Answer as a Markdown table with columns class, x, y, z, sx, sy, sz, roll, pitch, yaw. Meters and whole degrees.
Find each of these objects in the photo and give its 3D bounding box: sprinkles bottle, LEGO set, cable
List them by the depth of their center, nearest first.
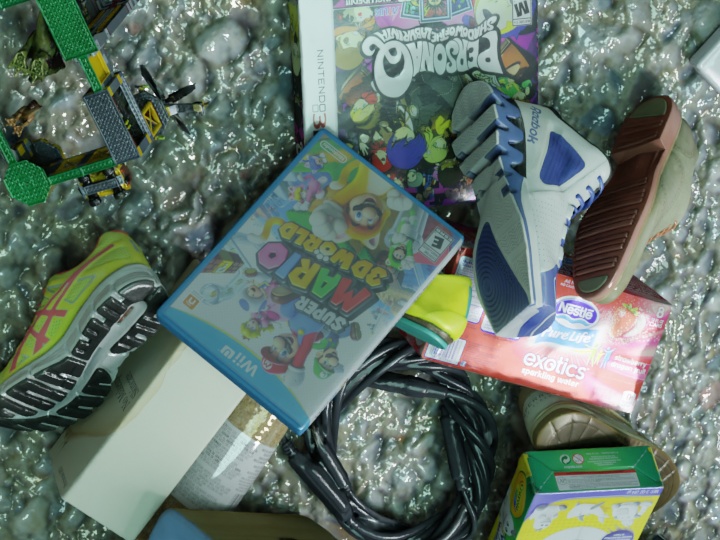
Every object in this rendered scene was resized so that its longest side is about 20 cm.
| class | x | y | z | sx | sy | sz | roll | pitch | yaw |
| --- | --- | --- | --- | --- | --- | --- | --- | --- | --- |
| LEGO set | -0.220 | -0.157 | 1.519 | 0.153 | 0.116 | 0.201 | -22 | 111 | 24 |
| sprinkles bottle | -0.108 | 0.145 | 1.648 | 0.068 | 0.068 | 0.201 | 32 | 97 | -22 |
| cable | 0.036 | 0.150 | 1.707 | 0.163 | 0.051 | 0.200 | -43 | 111 | -5 |

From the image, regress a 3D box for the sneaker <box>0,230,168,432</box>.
| class | x | y | z | sx | sy | sz | roll | pitch | yaw |
| --- | --- | --- | --- | --- | --- | --- | --- | --- | --- |
| sneaker | -0.225 | 0.048 | 1.586 | 0.200 | 0.091 | 0.078 | -42 | 138 | 23 |

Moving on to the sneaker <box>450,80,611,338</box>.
| class | x | y | z | sx | sy | sz | roll | pitch | yaw |
| --- | --- | --- | --- | --- | --- | --- | --- | --- | --- |
| sneaker | 0.146 | -0.052 | 1.581 | 0.114 | 0.081 | 0.201 | 3 | 68 | -28 |

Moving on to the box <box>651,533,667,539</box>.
| class | x | y | z | sx | sy | sz | roll | pitch | yaw |
| --- | --- | --- | --- | --- | --- | --- | --- | --- | --- |
| box | 0.272 | 0.368 | 1.765 | 0.200 | 0.123 | 0.198 | -49 | 133 | -1 |

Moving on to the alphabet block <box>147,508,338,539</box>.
| class | x | y | z | sx | sy | sz | roll | pitch | yaw |
| --- | --- | --- | --- | --- | --- | --- | --- | --- | --- |
| alphabet block | -0.075 | 0.316 | 1.603 | 0.200 | 0.196 | 0.196 | 16 | 107 | -58 |

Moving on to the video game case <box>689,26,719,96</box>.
| class | x | y | z | sx | sy | sz | roll | pitch | yaw |
| --- | --- | --- | --- | --- | --- | --- | --- | --- | --- |
| video game case | 0.401 | -0.187 | 1.708 | 0.182 | 0.024 | 0.200 | 42 | 93 | -23 |

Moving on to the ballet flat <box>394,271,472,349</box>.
| class | x | y | z | sx | sy | sz | roll | pitch | yaw |
| --- | --- | --- | --- | --- | --- | --- | --- | --- | --- |
| ballet flat | 0.000 | 0.000 | 1.599 | 0.067 | 0.199 | 0.067 | -65 | 156 | -9 |

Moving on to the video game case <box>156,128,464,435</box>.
| class | x | y | z | sx | sy | sz | roll | pitch | yaw |
| --- | --- | --- | --- | --- | --- | --- | --- | --- | --- |
| video game case | -0.037 | 0.006 | 1.537 | 0.143 | 0.018 | 0.200 | 38 | 71 | 10 |

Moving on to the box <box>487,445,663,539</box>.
| class | x | y | z | sx | sy | sz | roll | pitch | yaw |
| --- | --- | --- | --- | --- | --- | --- | --- | --- | --- |
| box | 0.170 | 0.226 | 1.720 | 0.116 | 0.049 | 0.201 | -2 | 141 | -15 |

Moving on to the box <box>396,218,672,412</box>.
| class | x | y | z | sx | sy | sz | roll | pitch | yaw |
| --- | --- | --- | --- | --- | --- | --- | --- | --- | --- |
| box | 0.139 | 0.036 | 1.667 | 0.199 | 0.096 | 0.100 | 15 | 103 | -19 |

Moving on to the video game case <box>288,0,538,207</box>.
| class | x | y | z | sx | sy | sz | roll | pitch | yaw |
| --- | --- | --- | --- | --- | --- | --- | --- | --- | --- |
| video game case | 0.045 | -0.139 | 1.617 | 0.198 | 0.036 | 0.183 | -6 | 110 | -14 |

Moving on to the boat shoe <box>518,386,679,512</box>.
| class | x | y | z | sx | sy | sz | roll | pitch | yaw |
| --- | --- | --- | --- | --- | --- | --- | --- | --- | --- |
| boat shoe | 0.204 | 0.147 | 1.733 | 0.074 | 0.067 | 0.200 | -41 | 135 | 10 |

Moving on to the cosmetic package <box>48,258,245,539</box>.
| class | x | y | z | sx | sy | sz | roll | pitch | yaw |
| --- | --- | --- | --- | --- | --- | --- | --- | --- | --- |
| cosmetic package | -0.154 | 0.101 | 1.603 | 0.073 | 0.104 | 0.200 | 37 | 93 | -22 |

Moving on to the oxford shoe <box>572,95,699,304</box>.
| class | x | y | z | sx | sy | sz | roll | pitch | yaw |
| --- | --- | --- | --- | --- | --- | --- | --- | --- | --- |
| oxford shoe | 0.231 | -0.046 | 1.640 | 0.074 | 0.071 | 0.201 | 43 | 58 | -28 |
